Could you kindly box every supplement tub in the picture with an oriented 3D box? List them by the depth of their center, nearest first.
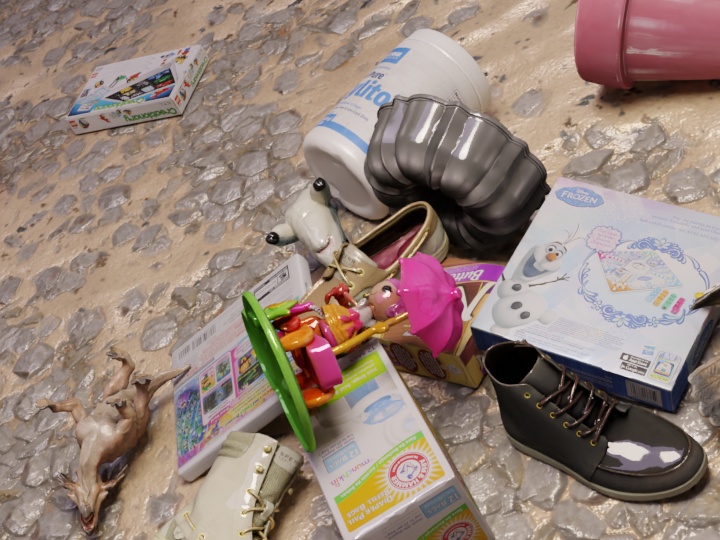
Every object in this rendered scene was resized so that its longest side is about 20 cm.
[{"bbox_3d":[0.042,-0.169,1.447,0.200,0.132,0.132,-47,42,-18],"label":"supplement tub"}]

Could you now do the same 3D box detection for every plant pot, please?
[{"bbox_3d":[0.345,-0.286,1.344,0.178,0.200,0.200,15,56,23],"label":"plant pot"}]

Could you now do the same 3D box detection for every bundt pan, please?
[{"bbox_3d":[0.090,-0.089,1.288,0.201,0.202,0.076,10,63,39],"label":"bundt pan"}]

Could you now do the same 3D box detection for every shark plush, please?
[{"bbox_3d":[-0.048,-0.045,1.394,0.091,0.083,0.200,-49,7,0],"label":"shark plush"}]

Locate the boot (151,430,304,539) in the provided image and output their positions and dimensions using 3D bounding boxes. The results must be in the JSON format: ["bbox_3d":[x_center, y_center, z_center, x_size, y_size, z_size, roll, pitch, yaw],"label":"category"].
[{"bbox_3d":[-0.096,0.234,1.156,0.200,0.072,0.155,15,63,46],"label":"boot"}]

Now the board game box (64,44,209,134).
[{"bbox_3d":[-0.334,-0.270,1.863,0.199,0.035,0.126,-6,45,28],"label":"board game box"}]

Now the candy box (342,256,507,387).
[{"bbox_3d":[0.057,0.042,1.278,0.200,0.057,0.117,10,54,41],"label":"candy box"}]

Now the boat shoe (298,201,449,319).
[{"bbox_3d":[0.000,0.000,1.246,0.200,0.066,0.074,-39,49,-18],"label":"boat shoe"}]

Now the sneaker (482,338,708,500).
[{"bbox_3d":[0.192,0.127,1.064,0.200,0.106,0.075,12,55,40],"label":"sneaker"}]

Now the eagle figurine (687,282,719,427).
[{"bbox_3d":[0.349,0.024,1.051,0.151,0.152,0.200,-48,5,41],"label":"eagle figurine"}]

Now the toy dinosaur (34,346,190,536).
[{"bbox_3d":[-0.261,0.171,1.320,0.086,0.136,0.200,15,37,27],"label":"toy dinosaur"}]

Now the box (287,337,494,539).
[{"bbox_3d":[0.021,0.176,1.125,0.112,0.101,0.200,-31,39,1],"label":"box"}]

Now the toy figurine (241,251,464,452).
[{"bbox_3d":[0.001,0.051,1.119,0.184,0.151,0.200,-23,13,-11],"label":"toy figurine"}]

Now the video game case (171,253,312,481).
[{"bbox_3d":[-0.122,0.100,1.314,0.200,0.024,0.182,-38,37,20],"label":"video game case"}]

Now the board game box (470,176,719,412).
[{"bbox_3d":[0.237,0.016,1.174,0.200,0.043,0.199,18,60,29],"label":"board game box"}]
